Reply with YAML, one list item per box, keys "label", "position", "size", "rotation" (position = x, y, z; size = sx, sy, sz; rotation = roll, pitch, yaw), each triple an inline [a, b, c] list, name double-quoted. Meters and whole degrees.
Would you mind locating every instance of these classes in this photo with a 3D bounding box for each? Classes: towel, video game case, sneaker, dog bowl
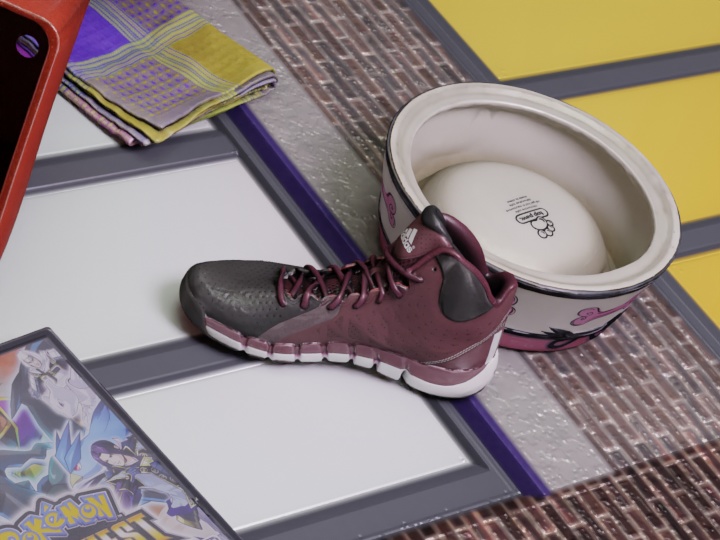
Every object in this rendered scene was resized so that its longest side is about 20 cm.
- label: "towel"
  position: [-0.163, -0.160, 1.532]
  size: [0.200, 0.023, 0.143]
  rotation: [40, 43, 20]
- label: "video game case"
  position: [-0.190, 0.123, 1.192]
  size: [0.200, 0.026, 0.181]
  rotation: [-22, 56, -41]
- label: "sneaker"
  position: [0.000, 0.000, 1.351]
  size: [0.199, 0.116, 0.076]
  rotation: [12, 40, -13]
- label: "dog bowl"
  position: [0.100, -0.030, 1.468]
  size: [0.199, 0.074, 0.200]
  rotation: [14, 39, -12]

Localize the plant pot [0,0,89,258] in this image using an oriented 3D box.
- label: "plant pot"
  position: [-0.259, -0.120, 1.319]
  size: [0.200, 0.200, 0.176]
  rotation: [25, 27, 3]
